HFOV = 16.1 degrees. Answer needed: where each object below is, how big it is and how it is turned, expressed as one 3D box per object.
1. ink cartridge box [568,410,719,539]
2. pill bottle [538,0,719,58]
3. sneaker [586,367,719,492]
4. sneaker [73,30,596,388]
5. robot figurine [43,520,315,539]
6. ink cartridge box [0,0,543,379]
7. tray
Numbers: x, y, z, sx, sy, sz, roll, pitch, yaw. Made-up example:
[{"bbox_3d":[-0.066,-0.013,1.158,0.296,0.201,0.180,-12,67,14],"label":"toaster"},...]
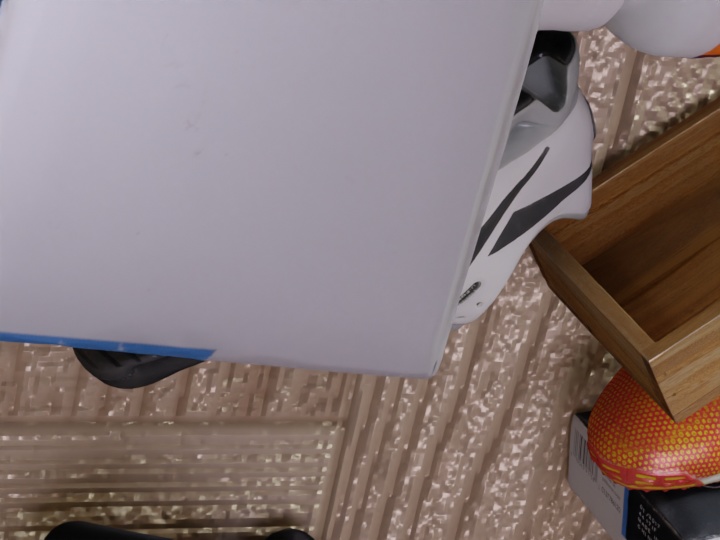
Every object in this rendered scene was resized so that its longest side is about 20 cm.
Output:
[{"bbox_3d":[0.189,0.075,0.973,0.199,0.099,0.039,-9,118,-19],"label":"ink cartridge box"},{"bbox_3d":[0.136,-0.125,0.838,0.199,0.110,0.110,-3,117,-22],"label":"pill bottle"},{"bbox_3d":[0.161,0.009,0.941,0.200,0.073,0.077,-35,139,-16],"label":"sneaker"},{"bbox_3d":[0.000,0.000,0.866,0.199,0.074,0.089,-29,128,-11],"label":"sneaker"},{"bbox_3d":[-0.058,0.179,0.910,0.150,0.125,0.200,-30,124,1],"label":"robot figurine"},{"bbox_3d":[-0.060,-0.081,0.723,0.146,0.200,0.145,5,112,-25],"label":"ink cartridge box"},{"bbox_3d":[0.166,-0.035,0.901,0.199,0.099,0.037,-33,128,-5],"label":"tray"}]
